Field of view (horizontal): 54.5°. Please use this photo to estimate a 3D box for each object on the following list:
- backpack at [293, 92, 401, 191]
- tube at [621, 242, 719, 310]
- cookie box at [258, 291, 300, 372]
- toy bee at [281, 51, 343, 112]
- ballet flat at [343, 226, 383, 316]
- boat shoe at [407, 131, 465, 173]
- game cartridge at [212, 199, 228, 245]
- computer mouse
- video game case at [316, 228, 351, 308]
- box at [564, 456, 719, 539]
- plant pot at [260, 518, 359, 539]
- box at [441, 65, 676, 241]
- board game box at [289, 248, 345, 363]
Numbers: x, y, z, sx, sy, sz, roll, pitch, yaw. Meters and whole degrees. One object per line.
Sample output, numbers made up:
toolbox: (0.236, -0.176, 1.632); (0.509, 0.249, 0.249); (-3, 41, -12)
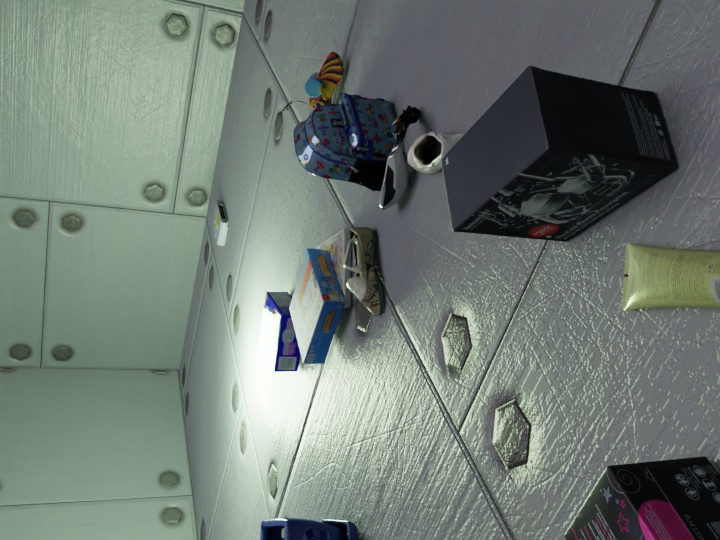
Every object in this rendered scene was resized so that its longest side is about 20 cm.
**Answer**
backpack: (-0.033, -0.275, 1.452); (0.135, 0.197, 0.185); (123, 145, -49)
tube: (0.336, 0.007, 0.712); (0.058, 0.052, 0.200); (-46, 14, -13)
cookie box: (-0.227, 0.172, 2.004); (0.200, 0.074, 0.174); (-140, 57, -64)
toy bee: (-0.096, -0.455, 1.796); (0.199, 0.108, 0.132); (-35, 22, 47)
ballet flat: (0.000, 0.000, 1.483); (0.068, 0.074, 0.203); (136, 133, -57)
boat shoe: (0.121, -0.213, 1.233); (0.200, 0.068, 0.072); (-175, 86, -69)
game cartridge: (-0.617, -0.202, 3.069); (0.201, 0.040, 0.135); (-116, 34, -51)
computer mouse: (0.077, -0.208, 1.355); (0.110, 0.043, 0.203); (-59, -19, -58)
video game case: (-0.068, 0.009, 1.715); (0.200, 0.023, 0.185); (155, 116, -65)
box: (0.301, 0.288, 0.632); (0.201, 0.130, 0.116); (-112, 31, -48)
plant pot: (-0.105, 0.630, 1.492); (0.200, 0.177, 0.203); (143, 127, -61)
box: (0.223, -0.125, 0.826); (0.200, 0.179, 0.106); (135, 135, -58)
board game box: (-0.109, 0.086, 1.703); (0.197, 0.055, 0.202); (-111, 33, -47)
